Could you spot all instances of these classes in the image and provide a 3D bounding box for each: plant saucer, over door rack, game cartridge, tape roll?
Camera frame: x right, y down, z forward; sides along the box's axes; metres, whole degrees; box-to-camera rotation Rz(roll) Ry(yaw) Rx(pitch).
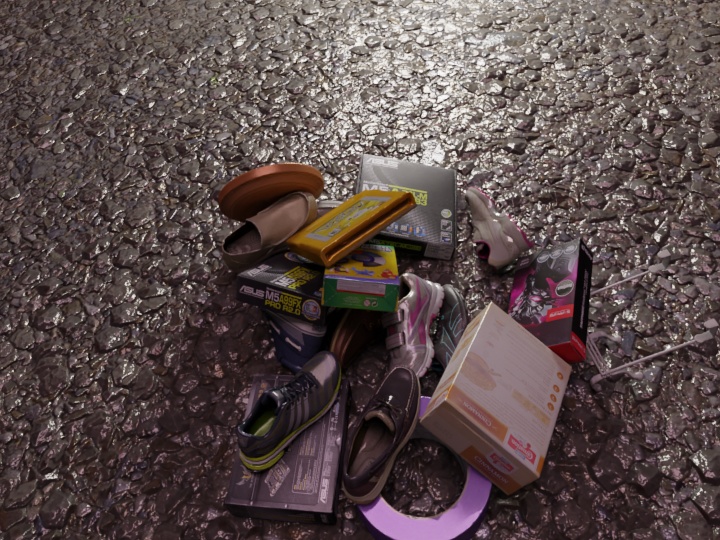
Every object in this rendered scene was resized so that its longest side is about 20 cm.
[{"bbox_3d":[-0.159,-0.132,1.137,0.194,0.201,0.033,-15,74,-5],"label":"plant saucer"},{"bbox_3d":[0.420,0.083,0.966,0.196,0.067,0.150,-28,50,12],"label":"over door rack"},{"bbox_3d":[-0.022,-0.076,1.010,0.174,0.033,0.199,-35,20,-14],"label":"game cartridge"},{"bbox_3d":[0.083,0.283,0.867,0.193,0.067,0.204,-3,51,4],"label":"tape roll"}]

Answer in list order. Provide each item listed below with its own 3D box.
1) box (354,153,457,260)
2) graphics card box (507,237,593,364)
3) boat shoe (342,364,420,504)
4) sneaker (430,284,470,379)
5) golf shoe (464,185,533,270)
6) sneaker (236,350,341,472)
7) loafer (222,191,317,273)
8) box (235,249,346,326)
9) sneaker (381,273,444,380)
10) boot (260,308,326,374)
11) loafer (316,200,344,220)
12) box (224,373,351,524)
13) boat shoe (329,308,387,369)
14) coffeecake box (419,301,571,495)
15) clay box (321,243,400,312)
[{"bbox_3d":[0.083,-0.122,1.168,0.193,0.048,0.198,10,55,-2],"label":"box"},{"bbox_3d":[0.296,0.054,0.987,0.124,0.051,0.204,-21,38,44],"label":"graphics card box"},{"bbox_3d":[0.030,0.210,0.846,0.070,0.066,0.202,18,56,20],"label":"boat shoe"},{"bbox_3d":[0.141,0.110,0.986,0.077,0.076,0.204,-11,51,1],"label":"sneaker"},{"bbox_3d":[0.225,-0.080,1.124,0.092,0.075,0.201,-45,36,12],"label":"golf shoe"},{"bbox_3d":[-0.098,0.188,0.887,0.073,0.082,0.201,28,60,26],"label":"sneaker"},{"bbox_3d":[-0.160,-0.068,1.090,0.198,0.068,0.076,-38,74,2],"label":"loafer"},{"bbox_3d":[-0.088,0.022,1.033,0.156,0.046,0.199,16,19,17],"label":"box"},{"bbox_3d":[0.066,0.092,0.980,0.087,0.081,0.204,31,53,-22],"label":"sneaker"},{"bbox_3d":[-0.132,0.095,1.031,0.071,0.093,0.198,10,11,-38],"label":"boot"},{"bbox_3d":[-0.109,-0.078,1.157,0.194,0.072,0.070,-17,20,3],"label":"loafer"},{"bbox_3d":[-0.099,0.256,0.919,0.153,0.049,0.204,1,52,8],"label":"box"},{"bbox_3d":[0.016,0.080,1.026,0.066,0.073,0.201,21,55,23],"label":"boat shoe"},{"bbox_3d":[0.191,0.169,0.860,0.152,0.073,0.201,38,46,1],"label":"coffeecake box"},{"bbox_3d":[0.000,0.000,0.980,0.111,0.049,0.201,5,21,-3],"label":"clay box"}]
